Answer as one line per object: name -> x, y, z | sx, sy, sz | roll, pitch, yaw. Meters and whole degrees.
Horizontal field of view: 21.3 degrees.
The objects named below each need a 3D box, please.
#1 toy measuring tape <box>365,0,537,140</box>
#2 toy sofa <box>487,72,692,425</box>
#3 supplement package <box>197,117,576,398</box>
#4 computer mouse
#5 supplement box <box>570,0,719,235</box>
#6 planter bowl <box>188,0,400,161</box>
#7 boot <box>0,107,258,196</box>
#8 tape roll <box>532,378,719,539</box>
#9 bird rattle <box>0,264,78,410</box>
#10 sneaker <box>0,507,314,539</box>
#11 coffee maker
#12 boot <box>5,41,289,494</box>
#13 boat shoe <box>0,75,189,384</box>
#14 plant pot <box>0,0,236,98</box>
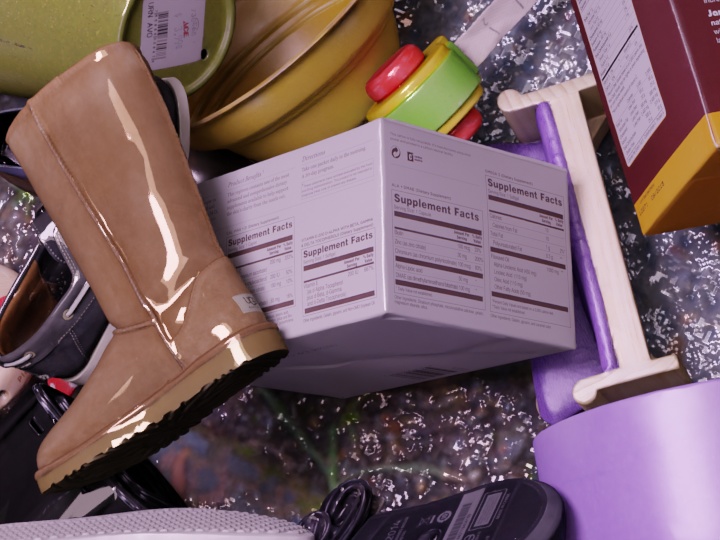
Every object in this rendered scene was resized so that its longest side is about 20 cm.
toy measuring tape -> 0.064, -0.127, 1.155 | 0.074, 0.074, 0.200 | 38, 75, 20
toy sofa -> 0.128, -0.010, 1.162 | 0.098, 0.083, 0.200 | -16, 73, 11
supplement package -> 0.000, 0.000, 1.116 | 0.200, 0.156, 0.111 | -15, 71, 45
computer mouse -> 0.037, 0.164, 1.046 | 0.200, 0.053, 0.139 | -16, 27, 41
supplement box -> 0.244, -0.150, 1.102 | 0.197, 0.133, 0.200 | -11, 73, -13
planter bowl -> -0.036, -0.126, 1.213 | 0.200, 0.200, 0.083 | -40, 113, 3
boot -> -0.161, -0.064, 1.244 | 0.200, 0.097, 0.075 | 9, 89, 18
tape roll -> 0.200, 0.118, 1.049 | 0.200, 0.200, 0.085 | -13, 74, 12
bird rattle -> -0.255, 0.052, 1.248 | 0.200, 0.113, 0.163 | -49, 53, -3
sneaker -> -0.123, 0.193, 1.060 | 0.200, 0.073, 0.114 | -4, 93, -6
coffee maker -> -0.212, 0.179, 1.136 | 0.135, 0.192, 0.200 | 44, 92, 1
boot -> -0.147, 0.002, 1.073 | 0.175, 0.066, 0.200 | -34, 74, 13
boat shoe -> -0.158, -0.025, 1.131 | 0.072, 0.068, 0.200 | 44, 113, 51
plant pot -> -0.178, -0.178, 1.205 | 0.200, 0.187, 0.187 | 29, 85, 38
